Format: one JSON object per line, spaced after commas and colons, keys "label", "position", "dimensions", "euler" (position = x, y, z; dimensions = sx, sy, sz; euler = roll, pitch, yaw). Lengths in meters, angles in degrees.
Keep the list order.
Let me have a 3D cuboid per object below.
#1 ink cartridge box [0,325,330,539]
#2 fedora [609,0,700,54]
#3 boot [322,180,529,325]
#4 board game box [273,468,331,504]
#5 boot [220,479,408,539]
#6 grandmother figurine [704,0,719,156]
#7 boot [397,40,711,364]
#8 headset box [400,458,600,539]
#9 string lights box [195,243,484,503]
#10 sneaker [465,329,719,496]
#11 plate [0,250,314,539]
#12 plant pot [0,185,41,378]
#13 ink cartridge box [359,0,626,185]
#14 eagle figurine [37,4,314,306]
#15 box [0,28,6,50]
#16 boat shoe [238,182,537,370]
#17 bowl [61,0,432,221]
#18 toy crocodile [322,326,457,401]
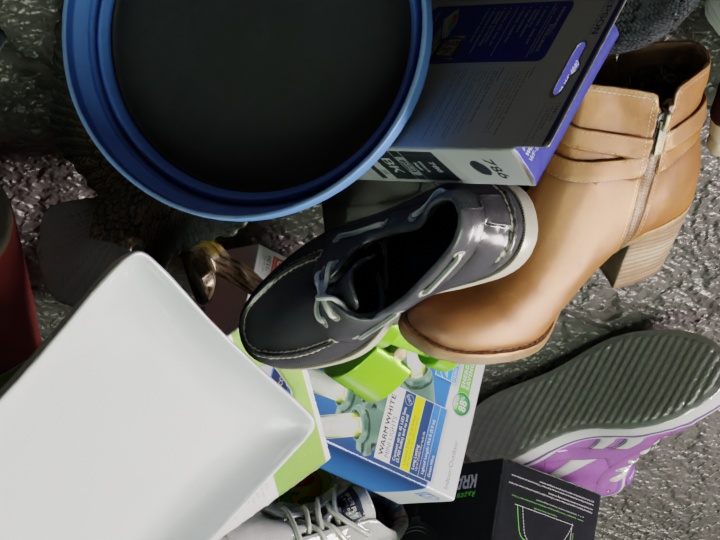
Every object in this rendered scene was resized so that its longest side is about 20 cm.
{"label": "ink cartridge box", "position": [-0.127, 0.100, 1.542], "dimensions": [0.200, 0.076, 0.148], "euler": [-33, 135, -20]}
{"label": "fedora", "position": [0.136, -0.183, 1.393], "dimensions": [0.200, 0.092, 0.201], "euler": [-4, 143, -3]}
{"label": "boot", "position": [0.065, -0.035, 1.533], "dimensions": [0.199, 0.077, 0.139], "euler": [-1, 109, -15]}
{"label": "board game box", "position": [-0.071, 0.154, 1.837], "dimensions": [0.101, 0.048, 0.200], "euler": [-4, 142, -2]}
{"label": "boot", "position": [-0.038, 0.165, 1.733], "dimensions": [0.095, 0.074, 0.200], "euler": [-30, 165, 16]}
{"label": "grandmother figurine", "position": [0.240, -0.117, 1.497], "dimensions": [0.060, 0.122, 0.200], "euler": [24, 167, 29]}
{"label": "boot", "position": [0.112, -0.039, 1.452], "dimensions": [0.199, 0.077, 0.156], "euler": [-19, 140, -27]}
{"label": "headset box", "position": [0.063, 0.244, 1.805], "dimensions": [0.093, 0.201, 0.174], "euler": [22, 160, -31]}
{"label": "string lights box", "position": [-0.019, 0.069, 1.680], "dimensions": [0.200, 0.103, 0.059], "euler": [26, 158, -36]}
{"label": "sneaker", "position": [0.181, 0.102, 1.795], "dimensions": [0.200, 0.073, 0.114], "euler": [-18, 146, 32]}
{"label": "plate", "position": [-0.144, 0.104, 1.450], "dimensions": [0.200, 0.032, 0.200], "euler": [-47, 137, -4]}
{"label": "plant pot", "position": [-0.276, 0.034, 1.553], "dimensions": [0.199, 0.201, 0.178], "euler": [0, 132, -8]}
{"label": "ink cartridge box", "position": [0.064, -0.094, 1.373], "dimensions": [0.039, 0.100, 0.200], "euler": [40, 161, -30]}
{"label": "eagle figurine", "position": [-0.103, -0.070, 1.488], "dimensions": [0.151, 0.151, 0.200], "euler": [7, 152, -1]}
{"label": "box", "position": [-0.307, -0.113, 1.355], "dimensions": [0.107, 0.149, 0.200], "euler": [9, 157, 43]}
{"label": "boat shoe", "position": [0.000, 0.000, 1.422], "dimensions": [0.200, 0.073, 0.063], "euler": [-25, 163, 34]}
{"label": "bowl", "position": [-0.057, -0.126, 1.375], "dimensions": [0.200, 0.201, 0.039], "euler": [-18, 174, 15]}
{"label": "toy crocodile", "position": [0.045, -0.006, 1.606], "dimensions": [0.067, 0.062, 0.200], "euler": [20, 107, -31]}
